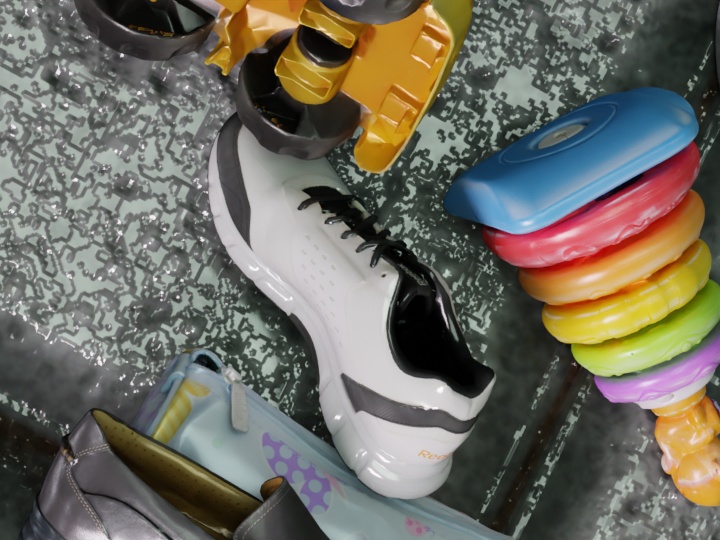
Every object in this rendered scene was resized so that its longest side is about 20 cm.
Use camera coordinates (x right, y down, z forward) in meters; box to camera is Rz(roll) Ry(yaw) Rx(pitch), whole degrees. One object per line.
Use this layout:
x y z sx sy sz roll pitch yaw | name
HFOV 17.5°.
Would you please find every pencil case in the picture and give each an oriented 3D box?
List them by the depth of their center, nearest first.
-0.021 0.117 1.071 0.199 0.083 0.091 32 99 -8 | pencil case

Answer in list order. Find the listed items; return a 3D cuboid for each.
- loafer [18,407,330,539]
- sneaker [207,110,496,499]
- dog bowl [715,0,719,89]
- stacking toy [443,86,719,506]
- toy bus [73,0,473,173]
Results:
-0.044 0.123 0.993 0.199 0.073 0.073 19 108 -5 | loafer
0.000 0.000 1.057 0.073 0.080 0.201 -15 65 -39 | sneaker
0.279 -0.113 1.140 0.199 0.079 0.202 1 87 -10 | dog bowl
0.134 0.024 1.105 0.109 0.116 0.201 -28 104 -12 | stacking toy
-0.021 -0.171 1.058 0.199 0.136 0.192 34 52 2 | toy bus
